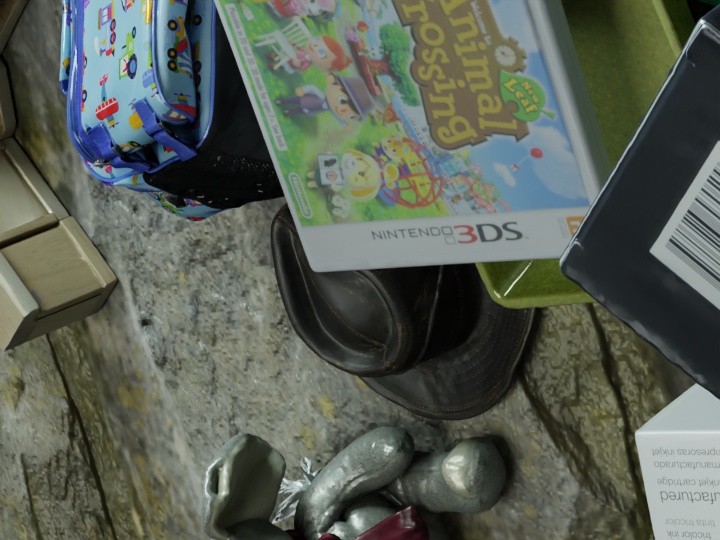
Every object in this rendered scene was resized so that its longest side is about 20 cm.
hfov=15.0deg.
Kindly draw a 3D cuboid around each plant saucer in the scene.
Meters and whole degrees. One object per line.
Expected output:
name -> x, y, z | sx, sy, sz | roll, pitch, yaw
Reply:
plant saucer -> 0.110, -0.083, 1.346 | 0.200, 0.048, 0.200 | -5, 114, 51

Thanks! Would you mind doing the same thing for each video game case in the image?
video game case -> 0.024, -0.092, 1.333 | 0.182, 0.022, 0.200 | -3, 118, 32

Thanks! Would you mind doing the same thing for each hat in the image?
hat -> 0.000, 0.000, 1.502 | 0.200, 0.081, 0.201 | 25, 126, 40

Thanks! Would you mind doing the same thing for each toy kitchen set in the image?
toy kitchen set -> -0.251, -0.070, 1.684 | 0.200, 0.163, 0.181 | 53, 138, 16

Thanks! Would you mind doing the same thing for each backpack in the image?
backpack -> -0.097, -0.120, 1.492 | 0.200, 0.134, 0.183 | -16, 69, 59

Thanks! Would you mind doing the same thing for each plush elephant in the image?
plush elephant -> -0.022, 0.173, 1.551 | 0.200, 0.155, 0.165 | 18, 120, 42

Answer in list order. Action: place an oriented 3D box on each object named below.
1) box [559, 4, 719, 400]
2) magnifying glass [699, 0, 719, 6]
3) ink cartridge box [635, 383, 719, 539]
box -> 0.200, -0.059, 1.148 | 0.107, 0.200, 0.149 | 40, 134, 14
magnifying glass -> 0.168, -0.145, 1.296 | 0.200, 0.022, 0.080 | -11, 100, 48
ink cartridge box -> 0.228, 0.155, 1.303 | 0.144, 0.085, 0.200 | -3, 107, 35
